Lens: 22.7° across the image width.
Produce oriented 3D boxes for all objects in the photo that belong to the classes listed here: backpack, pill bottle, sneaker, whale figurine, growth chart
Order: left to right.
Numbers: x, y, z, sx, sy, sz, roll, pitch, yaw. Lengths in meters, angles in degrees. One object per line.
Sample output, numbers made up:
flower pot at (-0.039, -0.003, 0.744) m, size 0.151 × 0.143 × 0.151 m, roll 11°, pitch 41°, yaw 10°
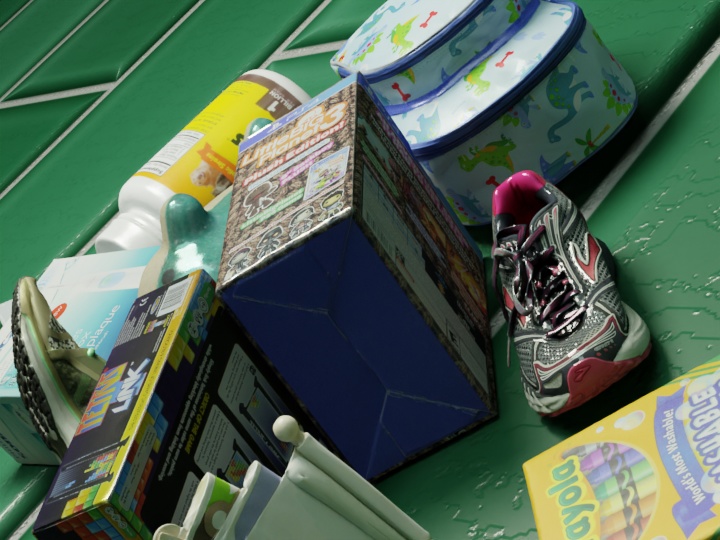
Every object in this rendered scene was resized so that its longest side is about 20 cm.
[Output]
sneaker at (-0.165, 0.088, 1.178) m, size 0.088 × 0.201 × 0.077 m, roll -24°, pitch -11°, yaw -23°
pill bottle at (-0.116, -0.062, 1.434) m, size 0.200 × 0.110 × 0.109 m, roll -46°, pitch 26°, yaw -25°
growth chart at (-0.050, 0.171, 0.887) m, size 0.200 × 0.145 × 0.018 m, roll -52°, pitch 16°, yaw -28°
whale figurine at (-0.067, -0.005, 1.216) m, size 0.103 × 0.159 × 0.201 m, roll -3°, pitch 56°, yaw 44°
backpack at (0.080, -0.129, 1.253) m, size 0.183 × 0.147 × 0.200 m, roll -40°, pitch 26°, yaw -4°
sneaker at (0.109, 0.013, 1.038) m, size 0.080 × 0.075 × 0.200 m, roll -32°, pitch 25°, yaw 10°

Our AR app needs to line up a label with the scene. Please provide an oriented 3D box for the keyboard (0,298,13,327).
keyboard at (-0.202, 0.004, 1.478) m, size 0.199 × 0.011 × 0.056 m, roll -24°, pitch 31°, yaw -14°

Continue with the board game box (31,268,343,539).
board game box at (-0.083, 0.123, 0.981) m, size 0.056 × 0.166 × 0.201 m, roll -23°, pitch 27°, yaw 25°

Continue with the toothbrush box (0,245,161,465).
toothbrush box at (-0.190, 0.064, 1.330) m, size 0.199 × 0.085 × 0.147 m, roll -6°, pitch 43°, yaw 51°

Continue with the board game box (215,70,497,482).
board game box at (0.000, 0.000, 1.105) m, size 0.096 × 0.160 × 0.200 m, roll -29°, pitch 24°, yaw 16°

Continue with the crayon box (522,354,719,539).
crayon box at (0.151, 0.108, 0.834) m, size 0.199 × 0.052 × 0.126 m, roll -31°, pitch 24°, yaw 13°
